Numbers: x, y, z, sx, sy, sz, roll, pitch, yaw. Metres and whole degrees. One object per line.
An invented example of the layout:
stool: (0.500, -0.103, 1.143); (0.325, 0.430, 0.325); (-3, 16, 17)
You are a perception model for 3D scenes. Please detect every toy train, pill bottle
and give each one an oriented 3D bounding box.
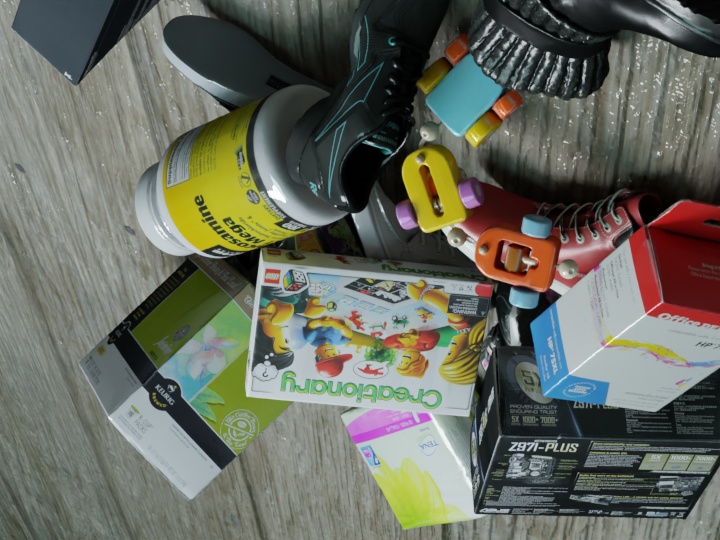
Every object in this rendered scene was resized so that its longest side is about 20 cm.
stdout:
toy train: (0.107, -0.081, 1.166); (0.148, 0.056, 0.203); (10, 106, 19)
pill bottle: (-0.098, -0.074, 1.265); (0.199, 0.113, 0.113); (-17, 122, 45)

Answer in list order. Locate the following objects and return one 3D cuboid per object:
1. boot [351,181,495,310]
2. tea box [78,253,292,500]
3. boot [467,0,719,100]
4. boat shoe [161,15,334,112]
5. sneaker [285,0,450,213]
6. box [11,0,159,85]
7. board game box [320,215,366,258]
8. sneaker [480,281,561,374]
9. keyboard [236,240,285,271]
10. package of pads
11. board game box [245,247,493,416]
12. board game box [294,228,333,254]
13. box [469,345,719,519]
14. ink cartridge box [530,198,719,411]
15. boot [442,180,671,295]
boot: (0.057, -0.025, 1.334); (0.095, 0.074, 0.201); (-21, 136, 9)
tea box: (-0.170, 0.100, 1.597); (0.134, 0.197, 0.200); (48, 175, -22)
boot: (0.166, -0.164, 0.999); (0.210, 0.079, 0.159); (37, 147, 24)
boat shoe: (-0.087, -0.149, 1.322); (0.197, 0.074, 0.068); (25, 142, -1)
sneaker: (0.021, -0.134, 1.124); (0.075, 0.201, 0.079); (12, -155, -41)
box: (-0.193, -0.256, 1.212); (0.079, 0.142, 0.200); (38, 151, -5)
board game box: (0.000, 0.000, 1.374); (0.202, 0.032, 0.120); (63, -173, -13)
sneaker: (0.142, 0.074, 1.386); (0.086, 0.081, 0.201); (18, 146, 31)
keyboard: (-0.101, -0.068, 1.517); (0.105, 0.039, 0.200); (55, 157, 17)
package of pads: (0.074, 0.192, 1.609); (0.156, 0.068, 0.200); (60, 151, 0)
board game box: (0.006, 0.053, 1.298); (0.197, 0.035, 0.128); (5, 112, -7)
board game box: (-0.030, -0.003, 1.409); (0.096, 0.030, 0.200); (61, -179, -13)
box: (0.202, 0.143, 1.320); (0.197, 0.087, 0.164); (2, 148, -3)
ink cartridge box: (0.231, 0.031, 1.146); (0.115, 0.068, 0.200); (9, 147, -25)
boot: (0.162, -0.042, 1.205); (0.198, 0.073, 0.145); (26, 151, 3)
